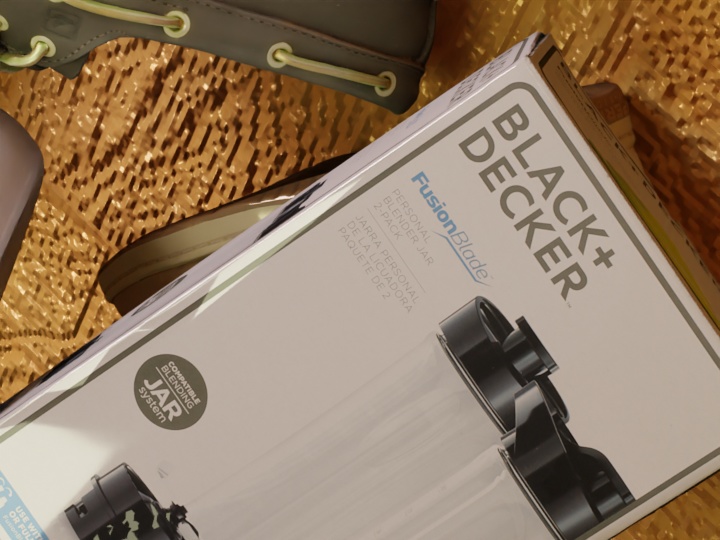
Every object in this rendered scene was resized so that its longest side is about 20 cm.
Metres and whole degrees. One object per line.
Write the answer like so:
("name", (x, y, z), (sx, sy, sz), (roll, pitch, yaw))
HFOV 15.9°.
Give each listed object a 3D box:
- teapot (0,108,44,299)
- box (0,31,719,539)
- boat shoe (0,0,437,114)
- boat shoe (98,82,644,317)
("teapot", (-0.188, 0.020, 0.744), (0.146, 0.197, 0.201), (21, 84, -5))
("box", (-0.003, 0.041, 0.676), (0.200, 0.060, 0.117), (-33, 94, 12))
("boat shoe", (-0.074, -0.082, 0.710), (0.072, 0.201, 0.061), (-158, 73, -75))
("boat shoe", (0.000, 0.000, 0.759), (0.200, 0.071, 0.065), (-15, 97, 44))
